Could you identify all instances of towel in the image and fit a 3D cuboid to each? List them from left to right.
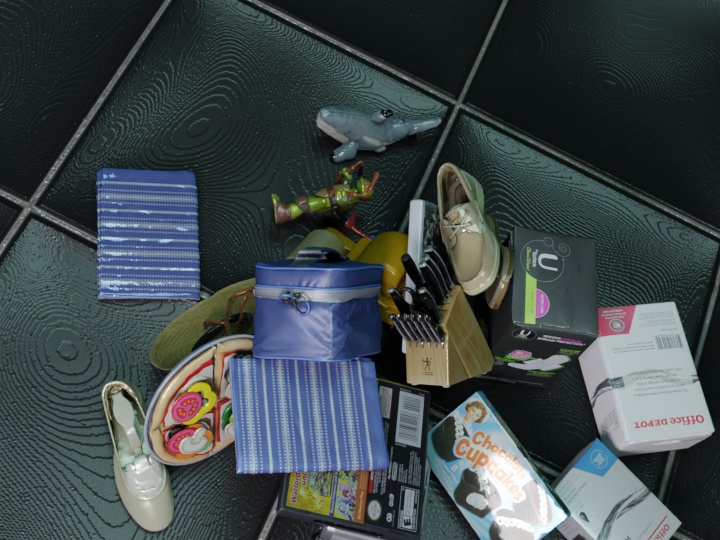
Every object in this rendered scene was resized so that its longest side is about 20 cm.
[{"bbox_3d":[-0.301,-0.053,1.509,0.142,0.024,0.204,1,66,-15],"label":"towel"},{"bbox_3d":[-0.062,0.175,1.295,0.196,0.024,0.147,3,62,-23],"label":"towel"}]

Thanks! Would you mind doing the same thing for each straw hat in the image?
[{"bbox_3d":[-0.175,0.102,1.425,0.200,0.200,0.086,-39,118,-26],"label":"straw hat"}]

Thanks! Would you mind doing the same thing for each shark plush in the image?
[{"bbox_3d":[0.028,-0.215,1.633,0.196,0.084,0.093,9,62,-9],"label":"shark plush"}]

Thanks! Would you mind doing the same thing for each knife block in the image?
[{"bbox_3d":[0.106,0.055,1.379,0.063,0.199,0.180,1,94,31],"label":"knife block"}]

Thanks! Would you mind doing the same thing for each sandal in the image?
[{"bbox_3d":[0.166,-0.014,1.444,0.053,0.082,0.201,9,29,-10],"label":"sandal"}]

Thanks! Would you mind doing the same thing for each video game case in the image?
[{"bbox_3d":[-0.004,0.223,1.321,0.177,0.026,0.203,16,56,-13],"label":"video game case"},{"bbox_3d":[0.112,0.017,1.473,0.023,0.181,0.205,1,84,31],"label":"video game case"}]

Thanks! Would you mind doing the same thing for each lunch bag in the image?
[{"bbox_3d":[-0.054,0.038,1.326,0.133,0.200,0.135,2,91,18],"label":"lunch bag"}]

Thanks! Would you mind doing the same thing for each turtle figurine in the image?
[{"bbox_3d":[-0.046,-0.105,1.552,0.158,0.200,0.066,-13,107,2],"label":"turtle figurine"}]

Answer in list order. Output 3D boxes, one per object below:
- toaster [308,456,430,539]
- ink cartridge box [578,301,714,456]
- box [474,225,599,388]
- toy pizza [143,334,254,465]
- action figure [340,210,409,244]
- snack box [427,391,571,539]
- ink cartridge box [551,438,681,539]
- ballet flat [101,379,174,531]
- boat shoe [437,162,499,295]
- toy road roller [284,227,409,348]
[{"bbox_3d":[0.012,0.297,1.366,0.127,0.114,0.203,16,58,-7],"label":"toaster"},{"bbox_3d":[0.406,0.158,1.542,0.142,0.085,0.204,-4,65,-15],"label":"ink cartridge box"},{"bbox_3d":[0.238,0.055,1.486,0.122,0.201,0.151,9,63,-9],"label":"box"},{"bbox_3d":[-0.181,0.169,1.337,0.199,0.202,0.032,-32,52,-25],"label":"toy pizza"},{"bbox_3d":[0.061,-0.012,1.552,0.199,0.066,0.052,36,49,1],"label":"action figure"},{"bbox_3d":[0.175,0.277,1.423,0.116,0.037,0.201,-40,75,13],"label":"snack box"},{"bbox_3d":[0.351,0.345,1.449,0.200,0.067,0.116,45,63,10],"label":"ink cartridge box"},{"bbox_3d":[-0.286,0.230,1.355,0.068,0.070,0.203,-16,70,-20],"label":"ballet flat"},{"bbox_3d":[0.133,-0.057,1.401,0.065,0.071,0.203,38,35,-39],"label":"boat shoe"},{"bbox_3d":[0.000,0.000,1.475,0.198,0.147,0.123,33,42,7],"label":"toy road roller"}]
